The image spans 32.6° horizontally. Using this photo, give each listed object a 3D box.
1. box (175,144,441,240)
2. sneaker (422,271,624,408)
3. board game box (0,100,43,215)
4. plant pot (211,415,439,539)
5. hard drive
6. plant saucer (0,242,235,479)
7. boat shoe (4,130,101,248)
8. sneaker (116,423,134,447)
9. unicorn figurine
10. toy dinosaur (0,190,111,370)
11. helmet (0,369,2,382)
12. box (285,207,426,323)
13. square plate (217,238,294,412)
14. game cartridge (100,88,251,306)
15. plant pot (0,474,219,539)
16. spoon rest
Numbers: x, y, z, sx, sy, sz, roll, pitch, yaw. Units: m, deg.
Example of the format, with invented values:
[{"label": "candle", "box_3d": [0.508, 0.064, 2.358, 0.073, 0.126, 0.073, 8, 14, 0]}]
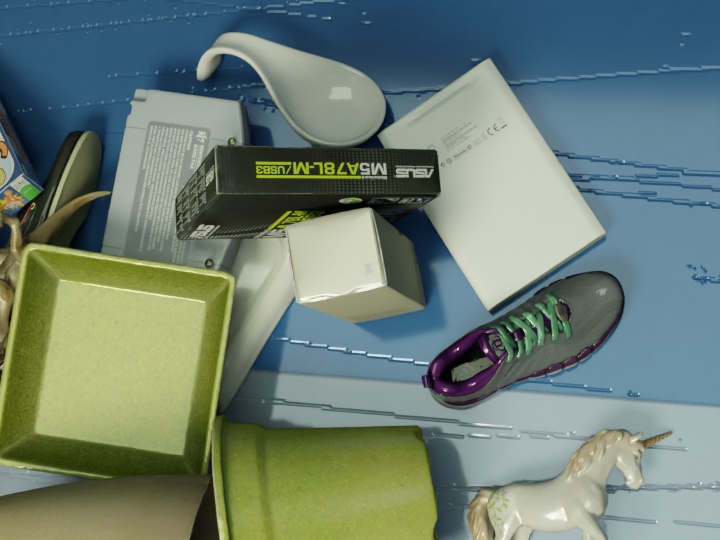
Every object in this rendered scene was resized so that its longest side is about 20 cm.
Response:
[{"label": "box", "box_3d": [-0.053, -0.065, 1.075, 0.191, 0.200, 0.048, -3, 82, -19]}, {"label": "sneaker", "box_3d": [0.148, 0.064, 1.099, 0.199, 0.088, 0.075, -32, 78, 6]}, {"label": "board game box", "box_3d": [-0.409, -0.114, 1.235, 0.135, 0.034, 0.201, -37, 56, 4]}, {"label": "plant pot", "box_3d": [-0.025, 0.214, 1.082, 0.182, 0.200, 0.203, -9, 81, -1]}, {"label": "hard drive", "box_3d": [0.122, -0.081, 1.163, 0.131, 0.027, 0.201, -33, 77, 5]}, {"label": "plant saucer", "box_3d": [-0.222, 0.089, 1.127, 0.197, 0.048, 0.203, 8, 86, 1]}, {"label": "boat shoe", "box_3d": [-0.313, -0.048, 1.221, 0.062, 0.074, 0.204, 17, 84, 16]}, {"label": "sneaker", "box_3d": [-0.253, 0.135, 1.202, 0.200, 0.074, 0.088, 48, 127, 6]}, {"label": "unicorn figurine", "box_3d": [0.181, 0.214, 1.085, 0.198, 0.074, 0.139, -8, 70, 16]}, {"label": "toy dinosaur", "box_3d": [-0.320, -0.011, 1.151, 0.058, 0.101, 0.202, 5, 63, 40]}, {"label": "helmet", "box_3d": [-0.421, 0.109, 1.164, 0.198, 0.192, 0.202, -12, 47, 13]}, {"label": "box", "box_3d": [0.000, 0.000, 1.087, 0.081, 0.200, 0.069, -12, 80, 9]}, {"label": "square plate", "box_3d": [-0.164, 0.003, 1.208, 0.197, 0.028, 0.201, 32, 89, 13]}, {"label": "game cartridge", "box_3d": [-0.174, -0.069, 1.188, 0.132, 0.040, 0.203, 9, 84, 16]}, {"label": "plant pot", "box_3d": [-0.230, 0.252, 1.034, 0.197, 0.187, 0.190, 8, 84, 4]}, {"label": "spoon rest", "box_3d": [-0.069, -0.179, 1.189, 0.198, 0.061, 0.100, 24, 58, 15]}]
